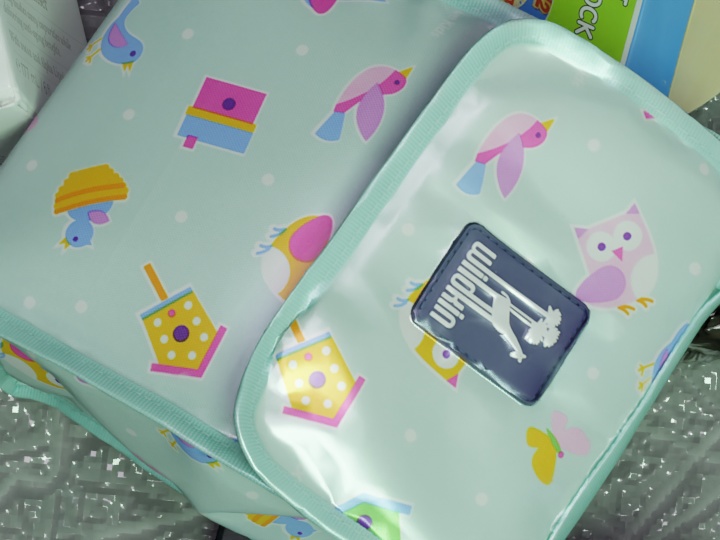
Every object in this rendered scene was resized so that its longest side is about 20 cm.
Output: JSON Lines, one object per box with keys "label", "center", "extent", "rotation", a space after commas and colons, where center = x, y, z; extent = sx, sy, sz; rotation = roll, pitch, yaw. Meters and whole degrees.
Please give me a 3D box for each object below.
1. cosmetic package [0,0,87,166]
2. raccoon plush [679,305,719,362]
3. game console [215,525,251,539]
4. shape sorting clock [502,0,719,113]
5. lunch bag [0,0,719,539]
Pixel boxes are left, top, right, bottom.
{"label": "cosmetic package", "center": [-0.149, -0.128, 0.890], "extent": [0.081, 0.113, 0.201], "rotation": [-14, 81, 8]}
{"label": "raccoon plush", "center": [0.148, -0.039, 0.878], "extent": [0.199, 0.097, 0.135], "rotation": [10, 72, 5]}
{"label": "game console", "center": [0.016, 0.170, 0.827], "extent": [0.175, 0.116, 0.201], "rotation": [15, 80, 5]}
{"label": "shape sorting clock", "center": [0.054, -0.137, 0.873], "extent": [0.199, 0.039, 0.201], "rotation": [14, 115, 31]}
{"label": "lunch bag", "center": [0.000, 0.000, 0.834], "extent": [0.199, 0.122, 0.171], "rotation": [28, 74, 23]}
